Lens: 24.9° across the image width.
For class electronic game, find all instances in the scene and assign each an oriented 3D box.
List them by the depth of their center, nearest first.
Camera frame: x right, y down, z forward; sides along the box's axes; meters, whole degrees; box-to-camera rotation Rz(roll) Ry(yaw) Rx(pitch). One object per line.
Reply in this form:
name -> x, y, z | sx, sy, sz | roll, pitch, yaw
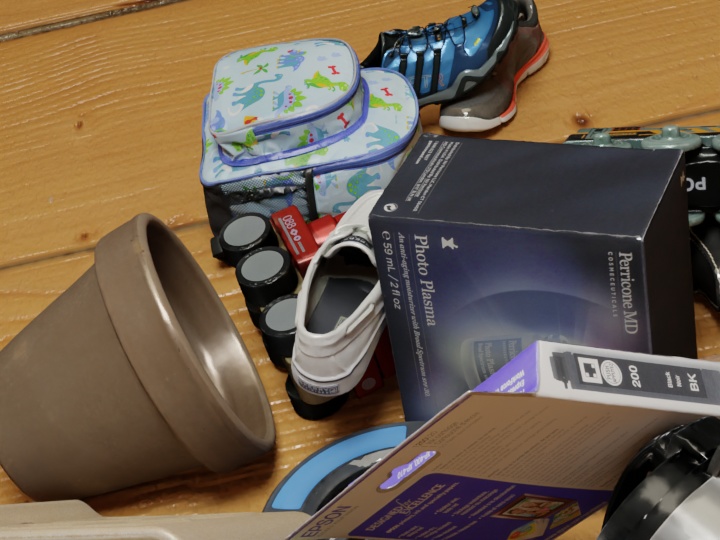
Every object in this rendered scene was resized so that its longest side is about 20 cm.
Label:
electronic game -> 0.027, 0.172, 1.114 | 0.199, 0.042, 0.200 | -8, 34, 5

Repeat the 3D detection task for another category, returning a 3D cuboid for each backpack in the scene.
backpack -> -0.043, -0.118, 1.464 | 0.199, 0.147, 0.183 | -7, 36, 3

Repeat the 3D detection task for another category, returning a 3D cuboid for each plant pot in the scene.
plant pot -> -0.184, 0.082, 1.202 | 0.174, 0.201, 0.200 | -28, 34, 6

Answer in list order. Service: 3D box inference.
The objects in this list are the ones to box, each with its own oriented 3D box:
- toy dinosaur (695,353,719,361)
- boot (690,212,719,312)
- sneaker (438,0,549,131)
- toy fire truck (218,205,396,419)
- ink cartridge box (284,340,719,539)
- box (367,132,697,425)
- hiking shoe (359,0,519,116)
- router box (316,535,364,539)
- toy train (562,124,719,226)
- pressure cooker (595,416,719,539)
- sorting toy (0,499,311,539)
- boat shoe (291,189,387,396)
toy dinosaur -> 0.244, 0.077, 1.036 | 0.199, 0.086, 0.136 | 2, 40, 44
boot -> 0.216, -0.012, 1.294 | 0.150, 0.073, 0.200 | -12, 30, -2
sneaker -> 0.124, -0.209, 1.600 | 0.077, 0.082, 0.200 | 6, 38, 24
toy fire truck -> 0.012, 0.014, 1.298 | 0.199, 0.129, 0.176 | -25, 40, -5
ink cartridge box -> 0.083, 0.106, 0.952 | 0.199, 0.198, 0.044 | 8, 55, -34
box -> 0.128, 0.020, 1.162 | 0.198, 0.201, 0.123 | 4, 37, 23
hiking shoe -> 0.059, -0.199, 1.538 | 0.200, 0.087, 0.075 | -37, 37, 18
router box -> -0.078, 0.236, 0.944 | 0.157, 0.052, 0.200 | -25, 10, 18
toy train -> 0.243, -0.076, 1.251 | 0.199, 0.086, 0.114 | -2, 16, 18
pressure cooker -> 0.211, 0.189, 0.901 | 0.176, 0.179, 0.200 | -50, 53, 0
sorting toy -> -0.150, 0.174, 1.056 | 0.199, 0.037, 0.185 | -1, -5, 25
boat shoe -> 0.000, 0.000, 1.183 | 0.073, 0.066, 0.200 | 7, 45, 9
